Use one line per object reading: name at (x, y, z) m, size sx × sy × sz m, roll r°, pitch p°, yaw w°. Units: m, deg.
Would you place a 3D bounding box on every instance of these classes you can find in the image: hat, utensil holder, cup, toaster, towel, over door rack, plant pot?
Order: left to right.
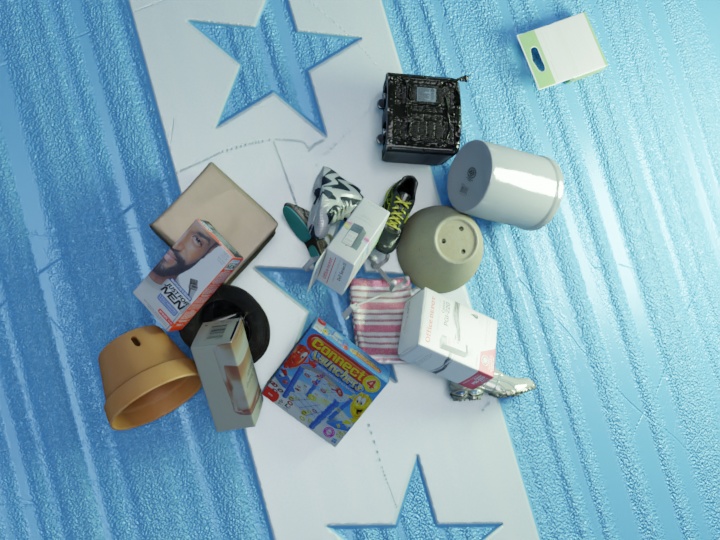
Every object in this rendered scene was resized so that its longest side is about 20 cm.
plant pot at (-0.431, 0.205, 1.435) m, size 0.199 × 0.200 × 0.141 m, roll -30°, pitch 73°, yaw -12°
hat at (-0.279, 0.105, 1.510) m, size 0.198 × 0.081 × 0.203 m, roll 1°, pitch 110°, yaw 2°
over door rack at (0.000, 0.000, 1.529) m, size 0.199 × 0.067 × 0.148 m, roll -26°, pitch 69°, yaw -43°
towel at (0.054, 0.107, 1.568) m, size 0.144 × 0.030 × 0.202 m, roll -2°, pitch 64°, yaw -13°
toaster at (0.138, -0.340, 1.621) m, size 0.197 × 0.119 × 0.183 m, roll 2°, pitch 84°, yaw -10°
cup at (0.190, -0.057, 1.586) m, size 0.198 × 0.143 × 0.203 m, roll 1°, pitch 83°, yaw -9°
utensil holder at (0.314, -0.188, 1.578) m, size 0.198 × 0.169 × 0.172 m, roll 10°, pitch 81°, yaw -30°

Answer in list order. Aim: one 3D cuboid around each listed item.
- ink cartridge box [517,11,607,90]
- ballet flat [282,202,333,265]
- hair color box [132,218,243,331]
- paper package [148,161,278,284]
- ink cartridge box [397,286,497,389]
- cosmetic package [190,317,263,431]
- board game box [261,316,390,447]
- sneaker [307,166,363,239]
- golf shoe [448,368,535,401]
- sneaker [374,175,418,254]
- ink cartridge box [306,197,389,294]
ink cartridge box at (0.480, -0.523, 1.737) m, size 0.198 × 0.048 × 0.147 m, roll -22°, pitch 88°, yaw -11°
ballet flat at (-0.096, -0.070, 1.585) m, size 0.075 × 0.068 × 0.201 m, roll -34°, pitch 96°, yaw -33°
hair color box at (-0.341, 0.010, 1.424) m, size 0.111 × 0.064 × 0.200 m, roll 44°, pitch 97°, yaw 10°
paper package at (-0.305, -0.090, 1.525) m, size 0.200 × 0.103 × 0.191 m, roll 42°, pitch 79°, yaw -2°
ink cartridge box at (0.188, 0.145, 1.538) m, size 0.198 × 0.085 × 0.147 m, roll 24°, pitch 54°, yaw -18°
cosmetic package at (-0.265, 0.210, 1.449) m, size 0.086 × 0.104 × 0.202 m, roll -8°, pitch 116°, yaw 6°
board game box at (-0.072, 0.235, 1.506) m, size 0.199 × 0.056 × 0.196 m, roll 36°, pitch 110°, yaw -4°
sneaker at (-0.040, -0.131, 1.561) m, size 0.128 × 0.080 × 0.200 m, roll 20°, pitch 37°, yaw -17°
golf shoe at (0.294, 0.239, 1.608) m, size 0.197 × 0.078 × 0.099 m, roll -1°, pitch 78°, yaw -11°
sneaker at (0.073, -0.130, 1.577) m, size 0.074 × 0.085 × 0.202 m, roll 22°, pitch 59°, yaw -9°
ink cartridge box at (-0.025, -0.035, 1.440) m, size 0.067 × 0.118 × 0.201 m, roll 31°, pitch 56°, yaw 5°
